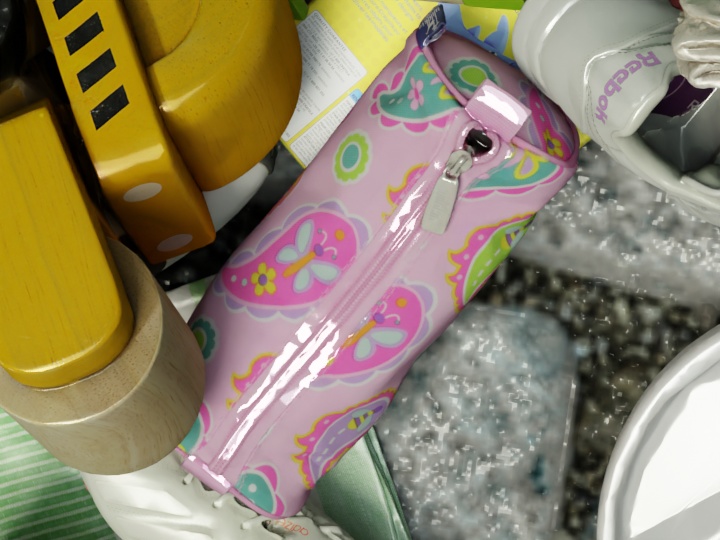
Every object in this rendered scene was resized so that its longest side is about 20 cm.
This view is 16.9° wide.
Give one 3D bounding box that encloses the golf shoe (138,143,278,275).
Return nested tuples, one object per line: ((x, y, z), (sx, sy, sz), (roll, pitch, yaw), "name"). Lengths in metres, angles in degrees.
((-0.114, 0.007, 0.981), (0.199, 0.078, 0.095), (-26, 59, 20), "golf shoe")

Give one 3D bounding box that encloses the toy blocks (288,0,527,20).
((-0.019, -0.179, 0.927), (0.199, 0.100, 0.137), (8, 69, 23), "toy blocks")

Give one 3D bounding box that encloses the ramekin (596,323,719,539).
((0.195, 0.098, 0.960), (0.201, 0.094, 0.203), (2, 103, 8), "ramekin")

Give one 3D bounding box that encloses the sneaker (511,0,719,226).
((0.142, -0.041, 0.905), (0.200, 0.100, 0.075), (23, 112, -36), "sneaker")

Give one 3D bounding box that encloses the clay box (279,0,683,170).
((0.059, -0.100, 0.961), (0.200, 0.048, 0.115), (-39, 95, 14), "clay box")

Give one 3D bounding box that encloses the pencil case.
((0.000, 0.000, 0.927), (0.087, 0.087, 0.200), (39, 109, -1), "pencil case")

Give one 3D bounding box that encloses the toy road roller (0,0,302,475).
((-0.082, -0.041, 0.880), (0.145, 0.123, 0.201), (-21, 71, 1), "toy road roller")

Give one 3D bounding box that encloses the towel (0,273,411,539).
((-0.090, 0.093, 1.038), (0.199, 0.023, 0.153), (-19, 98, 12), "towel")

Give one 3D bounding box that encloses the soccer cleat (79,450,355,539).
((-0.033, 0.116, 0.979), (0.200, 0.078, 0.069), (46, 62, -7), "soccer cleat")

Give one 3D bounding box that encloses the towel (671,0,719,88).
((0.191, -0.114, 0.858), (0.132, 0.200, 0.035), (10, 129, 19), "towel")
